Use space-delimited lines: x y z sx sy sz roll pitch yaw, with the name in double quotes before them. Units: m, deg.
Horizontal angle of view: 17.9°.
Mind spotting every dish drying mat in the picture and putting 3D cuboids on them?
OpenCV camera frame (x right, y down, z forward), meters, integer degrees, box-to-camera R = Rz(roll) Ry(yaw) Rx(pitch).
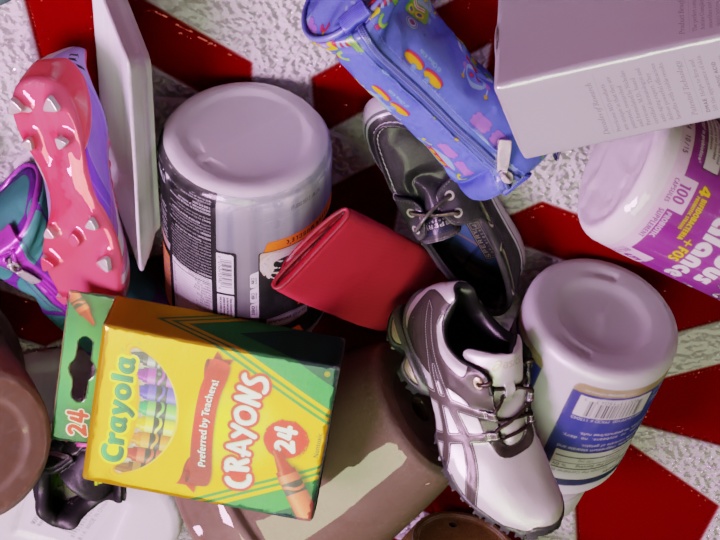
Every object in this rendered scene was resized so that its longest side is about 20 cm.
"dish drying mat" 0.000 0.000 1.628 0.077 0.018 0.200 -46 158 8

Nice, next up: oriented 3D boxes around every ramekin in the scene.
"ramekin" -0.229 0.166 1.864 0.199 0.098 0.201 3 137 3

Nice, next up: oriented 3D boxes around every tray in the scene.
"tray" -0.160 -0.105 1.577 0.022 0.108 0.201 -13 138 -14

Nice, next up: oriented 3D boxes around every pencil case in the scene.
"pencil case" 0.048 -0.126 1.533 0.078 0.087 0.200 -40 121 13
"pencil case" -0.207 0.013 1.706 0.085 0.093 0.200 -23 130 26

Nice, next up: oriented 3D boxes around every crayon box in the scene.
"crayon box" -0.119 0.095 1.607 0.199 0.051 0.128 10 115 0

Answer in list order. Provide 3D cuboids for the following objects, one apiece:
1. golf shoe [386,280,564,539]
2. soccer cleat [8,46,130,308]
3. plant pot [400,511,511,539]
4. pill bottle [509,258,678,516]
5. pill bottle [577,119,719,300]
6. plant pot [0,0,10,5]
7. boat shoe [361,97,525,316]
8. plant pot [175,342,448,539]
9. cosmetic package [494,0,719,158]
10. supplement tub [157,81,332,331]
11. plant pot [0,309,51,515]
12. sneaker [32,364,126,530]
"golf shoe" 0.092 0.099 1.642 0.201 0.078 0.094 58 146 6
"soccer cleat" -0.194 -0.059 1.607 0.066 0.077 0.201 2 122 25
"plant pot" 0.065 0.311 1.942 0.185 0.187 0.201 12 123 -6
"pill bottle" 0.154 0.098 1.734 0.119 0.120 0.200 13 136 -7
"pill bottle" 0.260 -0.036 1.588 0.199 0.113 0.112 24 134 -18
"plant pot" -0.211 -0.266 1.356 0.200 0.201 0.196 29 140 -22
"boat shoe" 0.060 -0.041 1.637 0.070 0.066 0.200 -15 133 20
"plant pot" -0.021 0.140 1.740 0.174 0.201 0.200 -32 125 26
"cosmetic package" 0.191 -0.148 1.487 0.199 0.102 0.074 -12 133 19
"supplement tub" -0.081 -0.024 1.631 0.122 0.123 0.201 4 137 2
"plant pot" -0.315 0.108 1.675 0.200 0.201 0.174 44 167 -33
"sneaker" -0.186 0.125 1.690 0.074 0.088 0.200 26 131 -22
